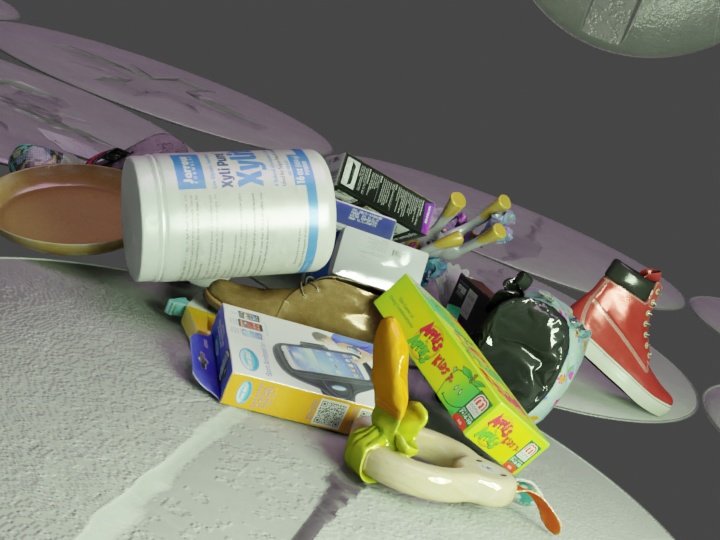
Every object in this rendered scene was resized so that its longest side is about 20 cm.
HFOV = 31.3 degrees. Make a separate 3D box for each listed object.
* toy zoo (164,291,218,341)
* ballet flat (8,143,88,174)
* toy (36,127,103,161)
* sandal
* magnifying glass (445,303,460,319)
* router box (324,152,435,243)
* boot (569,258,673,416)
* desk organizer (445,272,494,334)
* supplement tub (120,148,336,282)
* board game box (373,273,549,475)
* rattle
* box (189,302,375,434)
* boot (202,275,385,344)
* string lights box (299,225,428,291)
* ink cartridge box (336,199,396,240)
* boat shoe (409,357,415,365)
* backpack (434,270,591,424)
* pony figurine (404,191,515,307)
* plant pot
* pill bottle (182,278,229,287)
[{"bbox_3d":[-0.104,0.069,1.315,0.200,0.020,0.131,18,13,-12],"label":"toy zoo"},{"bbox_3d":[-0.335,-0.099,1.576,0.200,0.074,0.074,10,16,-33],"label":"ballet flat"},{"bbox_3d":[-0.329,-0.127,1.709,0.200,0.047,0.115,16,10,-36],"label":"toy"},{"bbox_3d":[-0.289,-0.118,1.526,0.075,0.045,0.200,42,56,17],"label":"sandal"},{"bbox_3d":[0.096,0.076,1.512,0.022,0.080,0.200,19,2,4],"label":"magnifying glass"},{"bbox_3d":[-0.025,-0.079,1.658,0.149,0.051,0.200,29,-24,-30],"label":"router box"},{"bbox_3d":[0.357,0.082,1.618,0.200,0.144,0.072,42,1,-21],"label":"boot"},{"bbox_3d":[0.183,0.078,1.617,0.077,0.072,0.200,17,13,-25],"label":"desk organizer"},{"bbox_3d":[-0.136,-0.057,1.310,0.200,0.132,0.132,-4,21,-20],"label":"supplement tub"},{"bbox_3d":[0.096,0.099,1.252,0.102,0.048,0.200,42,9,-44],"label":"board game box"},{"bbox_3d":[0.095,0.135,1.111,0.200,0.143,0.130,15,-6,1],"label":"rattle"},{"bbox_3d":[-0.059,0.093,1.199,0.200,0.042,0.119,18,25,-21],"label":"box"},{"bbox_3d":[-0.061,0.031,1.322,0.200,0.076,0.074,15,18,-9],"label":"boot"},{"bbox_3d":[0.000,0.000,1.519,0.103,0.059,0.200,18,-9,-11],"label":"string lights box"},{"bbox_3d":[-0.071,-0.054,1.620,0.196,0.043,0.200,18,-15,-9],"label":"ink cartridge box"},{"bbox_3d":[-0.008,0.051,1.436,0.200,0.066,0.072,18,14,-14],"label":"boat shoe"},{"bbox_3d":[0.177,0.093,1.411,0.127,0.167,0.200,40,13,9],"label":"backpack"},{"bbox_3d":[0.113,-0.035,1.733,0.193,0.200,0.167,-2,67,-47],"label":"pony figurine"},{"bbox_3d":[-0.313,-0.064,1.405,0.200,0.028,0.200,5,29,-3],"label":"plant pot"},{"bbox_3d":[-0.187,-0.047,1.473,0.104,0.104,0.200,16,14,-20],"label":"pill bottle"}]
